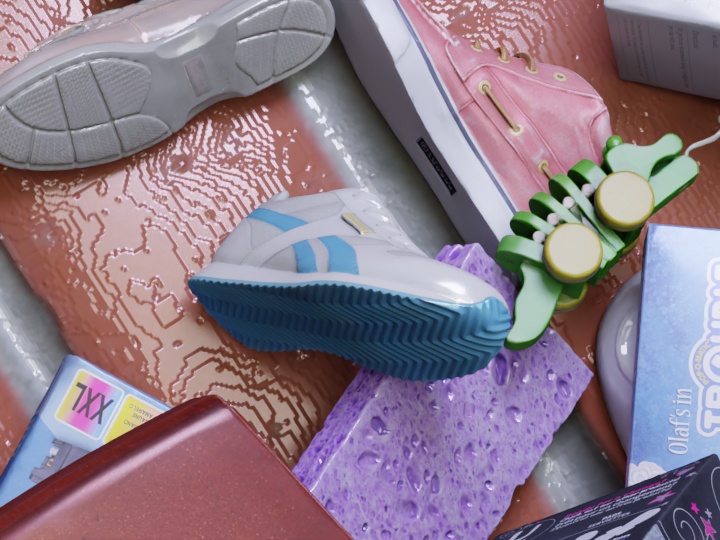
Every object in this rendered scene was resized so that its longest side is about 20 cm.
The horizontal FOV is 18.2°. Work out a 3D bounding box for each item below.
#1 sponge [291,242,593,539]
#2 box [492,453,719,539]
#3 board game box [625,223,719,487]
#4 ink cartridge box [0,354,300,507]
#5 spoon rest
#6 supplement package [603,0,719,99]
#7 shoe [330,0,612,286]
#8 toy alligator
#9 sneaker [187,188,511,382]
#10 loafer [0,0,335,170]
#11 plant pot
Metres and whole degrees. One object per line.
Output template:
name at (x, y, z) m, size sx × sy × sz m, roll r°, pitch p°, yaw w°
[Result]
sponge at (0.033, 0.095, 1.155) m, size 0.112 × 0.030 × 0.200 m, roll 48°, pitch 63°, yaw -28°
box at (0.137, 0.206, 1.019) m, size 0.132 × 0.115 × 0.200 m, roll -25°, pitch 95°, yaw 30°
board game box at (0.234, 0.084, 1.130) m, size 0.199 × 0.043 × 0.200 m, roll 4°, pitch 76°, yaw 6°
ink cartridge box at (-0.136, 0.163, 1.131) m, size 0.136 × 0.076 × 0.200 m, roll 28°, pitch 78°, yaw -3°
spoon rest at (0.161, 0.089, 1.197) m, size 0.099 × 0.061 × 0.200 m, roll 7°, pitch 77°, yaw 31°
supplement package at (0.243, -0.152, 1.197) m, size 0.200 × 0.117 × 0.118 m, roll 14°, pitch 78°, yaw 14°
shoe at (0.066, -0.097, 1.215) m, size 0.091 × 0.071 × 0.200 m, roll -32°, pitch 92°, yaw -15°
toy alligator at (0.130, -0.041, 1.171) m, size 0.054 × 0.059 × 0.200 m, roll 43°, pitch 75°, yaw 10°
sneaker at (0.000, 0.000, 1.129) m, size 0.081 × 0.200 × 0.077 m, roll -54°, pitch 130°, yaw -24°
loafer at (-0.113, -0.112, 1.197) m, size 0.200 × 0.072 × 0.063 m, roll -21°, pitch 40°, yaw -13°
plant pot at (-0.086, 0.162, 0.994) m, size 0.176 × 0.200 × 0.200 m, roll -43°, pitch 93°, yaw -9°
